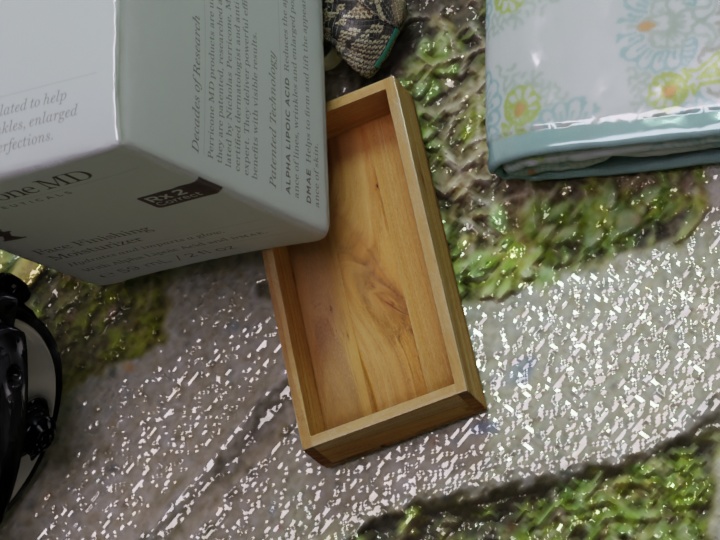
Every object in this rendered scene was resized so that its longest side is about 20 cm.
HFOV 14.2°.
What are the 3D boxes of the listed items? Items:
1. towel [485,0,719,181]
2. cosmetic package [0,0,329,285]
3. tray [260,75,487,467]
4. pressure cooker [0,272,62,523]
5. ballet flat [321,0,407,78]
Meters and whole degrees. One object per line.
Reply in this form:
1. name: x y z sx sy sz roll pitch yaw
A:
1. towel: 0.164 -0.140 1.572 0.200 0.048 0.172 -5 71 20
2. cosmetic package: -0.137 -0.103 1.566 0.165 0.200 0.165 -12 71 31
3. tray: 0.000 0.000 1.599 0.098 0.037 0.200 -21 62 16
4. pressure cooker: -0.264 0.067 1.612 0.200 0.176 0.179 28 67 31
5. ballet flat: -0.066 -0.158 1.686 0.200 0.068 0.075 21 90 28
